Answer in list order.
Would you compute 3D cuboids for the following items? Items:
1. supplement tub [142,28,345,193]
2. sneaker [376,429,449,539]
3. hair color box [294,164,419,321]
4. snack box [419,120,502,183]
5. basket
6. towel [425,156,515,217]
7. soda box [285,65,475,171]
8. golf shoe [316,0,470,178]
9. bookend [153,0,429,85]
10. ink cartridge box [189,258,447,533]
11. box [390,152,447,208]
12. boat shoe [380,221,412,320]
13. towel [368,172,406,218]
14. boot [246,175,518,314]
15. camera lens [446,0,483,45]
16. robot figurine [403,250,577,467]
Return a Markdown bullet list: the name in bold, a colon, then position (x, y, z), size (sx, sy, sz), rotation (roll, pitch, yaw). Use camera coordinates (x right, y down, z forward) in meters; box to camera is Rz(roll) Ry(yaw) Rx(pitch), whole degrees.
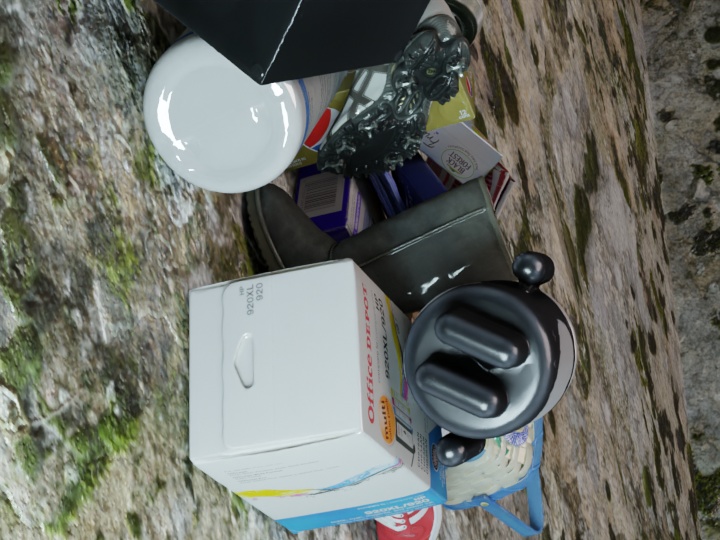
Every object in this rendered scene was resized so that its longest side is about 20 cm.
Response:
- **supplement tub**: position (-0.088, -0.156, 1.499), size (0.200, 0.131, 0.133), rotation (-62, 136, -63)
- **sneaker**: position (0.025, 0.203, 1.687), size (0.112, 0.071, 0.201), rotation (-32, 136, -48)
- **hair color box**: position (0.000, 0.000, 1.774), size (0.110, 0.064, 0.201), rotation (-84, 156, -47)
- **snack box**: position (0.035, -0.174, 1.811), size (0.200, 0.053, 0.142), rotation (36, 11, -29)
- **basket**: position (0.132, 0.173, 1.933), size (0.200, 0.138, 0.177), rotation (35, 43, -51)
- **towel**: position (0.089, -0.061, 1.887), size (0.145, 0.023, 0.200), rotation (-65, -158, 10)
- **soda box**: position (0.000, -0.153, 1.647), size (0.064, 0.199, 0.068), rotation (-87, 157, -50)
- **golf shoe**: position (0.026, -0.157, 1.566), size (0.077, 0.200, 0.095), rotation (14, 49, -31)
- **bookend**: position (-0.072, -0.243, 1.417), size (0.198, 0.092, 0.200), rotation (40, 28, 20)
- **ink cartridge box**: position (-0.033, 0.103, 1.471), size (0.200, 0.144, 0.148), rotation (46, 36, -59)
- **box**: position (0.064, -0.043, 1.787), size (0.200, 0.032, 0.122), rotation (-119, -163, -63)
- **boat shoe**: position (0.010, 0.047, 1.689), size (0.073, 0.064, 0.201), rotation (-32, 131, -62)
- **towel**: position (0.007, -0.114, 1.802), size (0.145, 0.024, 0.200), rotation (64, 0, -26)
- **boot**: position (0.018, -0.034, 1.594), size (0.183, 0.199, 0.073), rotation (65, 15, 9)
- **camera lens**: position (0.046, -0.326, 1.972), size (0.160, 0.159, 0.201), rotation (48, 34, -57)
- **robot figurine**: position (0.108, 0.070, 1.481), size (0.125, 0.150, 0.200), rotation (63, 15, 7)
